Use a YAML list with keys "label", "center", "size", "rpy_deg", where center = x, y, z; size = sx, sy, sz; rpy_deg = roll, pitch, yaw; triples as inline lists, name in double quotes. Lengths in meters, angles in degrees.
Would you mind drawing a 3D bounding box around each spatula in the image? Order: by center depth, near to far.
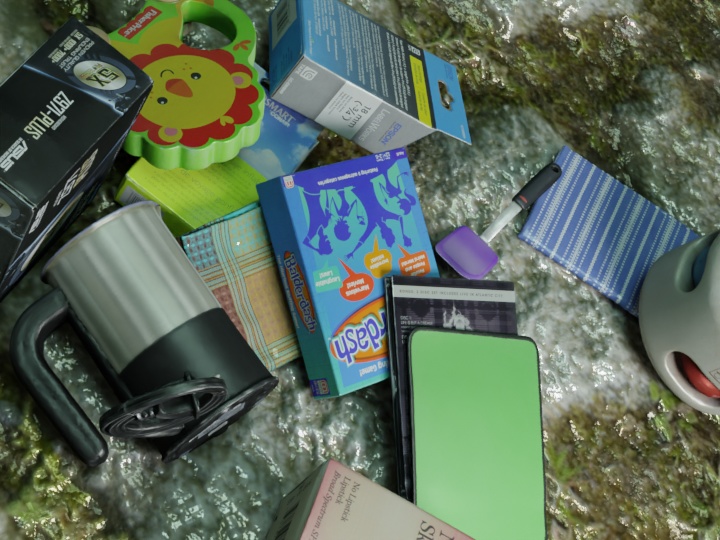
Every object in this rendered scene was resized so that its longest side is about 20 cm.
- label: "spatula"
  center: [0.152, -0.056, 1.445]
  size: [0.057, 0.021, 0.200]
  rpy_deg: [44, 58, 7]

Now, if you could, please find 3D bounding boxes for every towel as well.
- label: "towel"
  center: [-0.064, 0.003, 1.269]
  size: [0.199, 0.022, 0.148]
  rpy_deg: [-26, 97, -40]
- label: "towel"
  center: [0.273, -0.031, 1.507]
  size: [0.199, 0.024, 0.145]
  rpy_deg: [33, 55, -6]

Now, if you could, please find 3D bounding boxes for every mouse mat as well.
- label: "mouse mat"
  center: [0.108, 0.155, 1.274]
  size: [0.160, 0.008, 0.202]
  rpy_deg: [7, 77, -35]

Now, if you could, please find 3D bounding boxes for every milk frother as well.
- label: "milk frother"
  center: [-0.173, 0.047, 1.108]
  size: [0.180, 0.200, 0.189]
  rpy_deg: [-32, 81, -32]

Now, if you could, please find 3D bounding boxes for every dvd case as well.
- label: "dvd case"
  center: [0.090, 0.107, 1.285]
  size: [0.148, 0.016, 0.202]
  rpy_deg: [3, 79, -35]

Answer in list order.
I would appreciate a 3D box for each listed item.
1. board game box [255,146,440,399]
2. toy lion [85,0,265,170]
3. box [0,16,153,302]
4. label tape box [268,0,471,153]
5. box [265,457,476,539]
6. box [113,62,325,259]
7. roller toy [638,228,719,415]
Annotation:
- label: "board game box"
  center: [0.000, 0.000, 1.279]
  size: [0.151, 0.045, 0.202]
  rpy_deg: [-17, 93, -38]
- label: "toy lion"
  center: [-0.164, -0.180, 1.284]
  size: [0.191, 0.069, 0.200]
  rpy_deg: [29, 53, 15]
- label: "box"
  center: [-0.268, -0.078, 1.124]
  size: [0.086, 0.200, 0.164]
  rpy_deg: [38, 52, -4]
- label: "label tape box"
  center: [0.006, -0.188, 1.393]
  size: [0.199, 0.063, 0.145]
  rpy_deg: [26, 35, -25]
- label: "box"
  center: [0.018, 0.266, 1.141]
  size: [0.199, 0.109, 0.128]
  rpy_deg: [30, 53, -10]
- label: "box"
  center: [-0.127, -0.104, 1.312]
  size: [0.122, 0.048, 0.200]
  rpy_deg: [38, 52, -5]
- label: "roller toy"
  center: [0.392, 0.049, 1.431]
  size: [0.181, 0.140, 0.202]
  rpy_deg: [-3, 74, -35]
